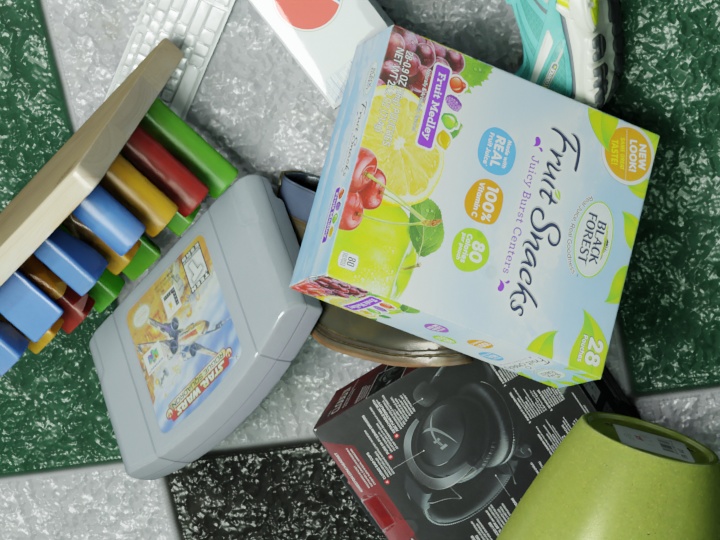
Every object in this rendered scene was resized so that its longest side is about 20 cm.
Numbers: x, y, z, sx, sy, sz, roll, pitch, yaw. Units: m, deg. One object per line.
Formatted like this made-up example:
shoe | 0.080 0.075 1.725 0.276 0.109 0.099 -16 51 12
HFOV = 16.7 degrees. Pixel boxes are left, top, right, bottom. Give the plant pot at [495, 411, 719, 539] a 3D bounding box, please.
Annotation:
plant pot | 0.157 0.200 1.564 0.186 0.187 0.201 18 100 7

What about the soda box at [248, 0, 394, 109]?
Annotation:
soda box | -0.053 -0.204 1.589 0.064 0.068 0.200 -37 97 8

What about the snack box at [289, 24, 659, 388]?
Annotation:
snack box | 0.074 -0.038 1.541 0.199 0.068 0.170 20 75 -21

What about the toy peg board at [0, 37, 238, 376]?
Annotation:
toy peg board | -0.178 -0.020 1.611 0.098 0.200 0.200 41 120 -11

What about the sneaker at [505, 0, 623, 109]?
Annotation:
sneaker | 0.118 -0.196 1.555 0.079 0.077 0.202 3 110 22

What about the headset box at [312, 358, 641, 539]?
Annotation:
headset box | 0.077 0.118 1.670 0.199 0.077 0.149 -32 99 22

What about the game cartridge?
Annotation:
game cartridge | -0.108 0.047 1.659 0.041 0.134 0.200 17 130 -38

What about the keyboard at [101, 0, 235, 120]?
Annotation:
keyboard | -0.126 -0.158 1.660 0.056 0.011 0.201 27 113 4

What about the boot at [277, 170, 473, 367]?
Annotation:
boot | 0.000 0.000 1.617 0.199 0.074 0.098 19 107 42
